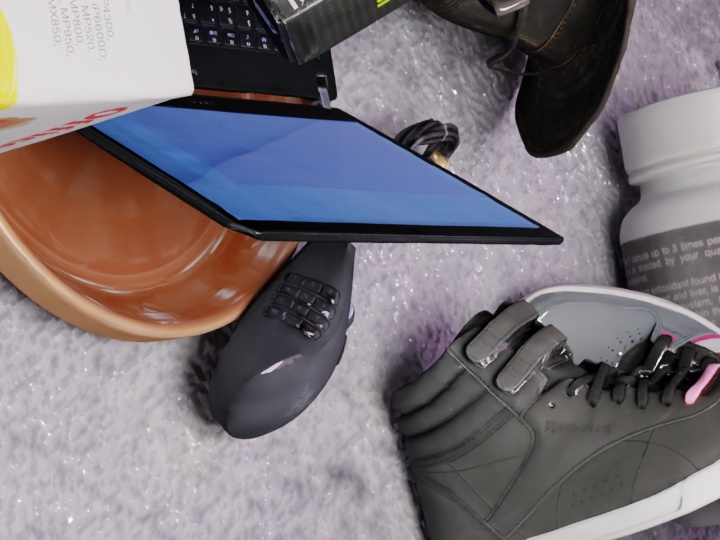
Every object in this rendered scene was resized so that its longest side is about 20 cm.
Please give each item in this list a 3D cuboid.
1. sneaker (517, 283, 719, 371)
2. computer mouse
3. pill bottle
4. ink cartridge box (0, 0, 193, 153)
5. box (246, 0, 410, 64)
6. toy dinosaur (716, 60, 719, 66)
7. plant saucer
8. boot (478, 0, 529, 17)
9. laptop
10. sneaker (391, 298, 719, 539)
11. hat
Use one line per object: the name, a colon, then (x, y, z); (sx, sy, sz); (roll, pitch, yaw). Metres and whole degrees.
sneaker: (0.156, 0.063, 0.915); (0.200, 0.121, 0.084); (24, 87, -1)
computer mouse: (0.000, 0.000, 0.843); (0.200, 0.034, 0.059); (-52, 161, -44)
pill bottle: (0.187, 0.015, 1.037); (0.114, 0.114, 0.201); (-6, 85, -52)
ink cartridge box: (-0.164, -0.068, 0.584); (0.200, 0.145, 0.084); (-10, 89, -52)
box: (0.007, -0.200, 0.725); (0.200, 0.193, 0.048); (57, -6, 17)
toy dinosaur: (0.225, -0.028, 1.111); (0.058, 0.101, 0.201); (31, 55, -64)
plant saucer: (-0.089, -0.073, 0.776); (0.200, 0.032, 0.201); (18, 67, -49)
boot: (0.009, -0.201, 0.826); (0.069, 0.174, 0.200); (-26, 107, -6)
laptop: (-0.032, -0.099, 0.746); (0.177, 0.103, 0.201); (0, 80, -53)
sneaker: (0.093, 0.050, 0.850); (0.071, 0.200, 0.099); (-28, 92, -59)
hat: (0.066, -0.145, 0.932); (0.081, 0.201, 0.201); (10, 67, -9)
